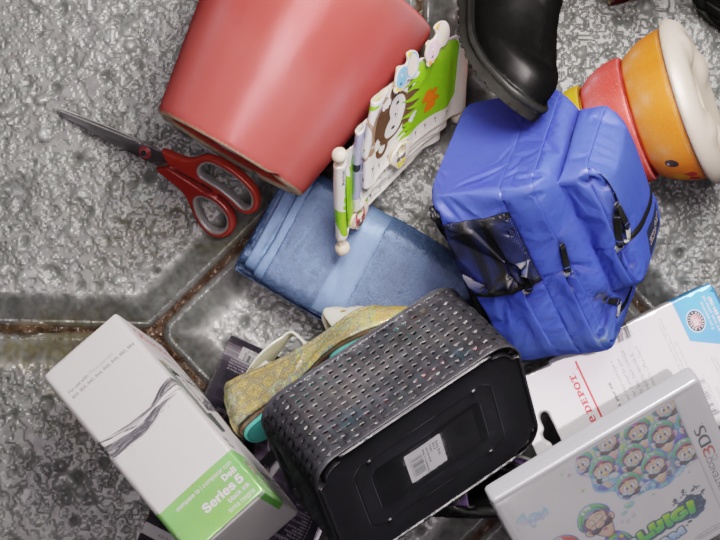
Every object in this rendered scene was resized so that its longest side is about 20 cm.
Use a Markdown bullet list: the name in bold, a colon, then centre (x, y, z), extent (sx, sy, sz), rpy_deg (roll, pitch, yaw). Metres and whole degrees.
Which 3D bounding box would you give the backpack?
- **backpack**: centre (0.162, -0.025, 1.624), extent (0.167, 0.163, 0.201), rpy_deg (-4, 126, 29)

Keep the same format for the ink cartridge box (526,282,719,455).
- **ink cartridge box**: centre (0.234, 0.105, 1.700), extent (0.199, 0.067, 0.116), rpy_deg (-25, 88, -2)

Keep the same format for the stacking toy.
- **stacking toy**: centre (0.210, -0.120, 1.702), extent (0.199, 0.146, 0.147), rpy_deg (-19, 87, 18)

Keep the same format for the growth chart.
- **growth chart**: centre (0.035, -0.122, 1.659), extent (0.018, 0.145, 0.200), rpy_deg (30, 62, 24)

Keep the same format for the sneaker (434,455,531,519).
- **sneaker**: centre (0.066, 0.178, 1.685), extent (0.199, 0.088, 0.076), rpy_deg (2, 87, 0)

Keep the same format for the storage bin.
- **storage bin**: centre (0.034, 0.127, 1.607), extent (0.199, 0.136, 0.094), rpy_deg (-33, 47, -14)

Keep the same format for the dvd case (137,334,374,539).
- **dvd case**: centre (-0.089, 0.177, 1.702), extent (0.148, 0.016, 0.201), rpy_deg (24, 86, 17)

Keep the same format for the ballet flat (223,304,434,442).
- **ballet flat**: centre (-0.032, 0.070, 1.666), extent (0.199, 0.071, 0.071), rpy_deg (-33, 87, 8)

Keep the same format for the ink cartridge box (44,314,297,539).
- **ink cartridge box**: centre (-0.156, 0.145, 1.636), extent (0.084, 0.146, 0.200), rpy_deg (-41, 74, -2)

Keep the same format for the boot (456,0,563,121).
- **boot**: centre (0.153, -0.237, 1.592), extent (0.079, 0.212, 0.158), rpy_deg (26, 126, -32)

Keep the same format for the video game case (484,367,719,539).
- **video game case**: centre (0.222, 0.196, 1.662), extent (0.199, 0.024, 0.182), rpy_deg (-30, 128, -1)

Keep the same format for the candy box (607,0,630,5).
- **candy box**: centre (0.226, -0.341, 1.700), extent (0.055, 0.115, 0.201), rpy_deg (-12, 87, -2)

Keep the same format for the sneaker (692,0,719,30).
- **sneaker**: centre (0.319, -0.281, 1.667), extent (0.075, 0.200, 0.079), rpy_deg (38, 79, 23)

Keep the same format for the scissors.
- **scissors**: centre (-0.175, -0.104, 1.721), extent (0.200, 0.014, 0.073), rpy_deg (39, 127, 4)

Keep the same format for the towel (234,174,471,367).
- **towel**: centre (0.000, 0.000, 1.714), extent (0.199, 0.049, 0.112), rpy_deg (30, 87, 2)

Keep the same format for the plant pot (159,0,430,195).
- **plant pot**: centre (-0.067, -0.174, 1.647), extent (0.200, 0.200, 0.178), rpy_deg (31, 88, 1)
